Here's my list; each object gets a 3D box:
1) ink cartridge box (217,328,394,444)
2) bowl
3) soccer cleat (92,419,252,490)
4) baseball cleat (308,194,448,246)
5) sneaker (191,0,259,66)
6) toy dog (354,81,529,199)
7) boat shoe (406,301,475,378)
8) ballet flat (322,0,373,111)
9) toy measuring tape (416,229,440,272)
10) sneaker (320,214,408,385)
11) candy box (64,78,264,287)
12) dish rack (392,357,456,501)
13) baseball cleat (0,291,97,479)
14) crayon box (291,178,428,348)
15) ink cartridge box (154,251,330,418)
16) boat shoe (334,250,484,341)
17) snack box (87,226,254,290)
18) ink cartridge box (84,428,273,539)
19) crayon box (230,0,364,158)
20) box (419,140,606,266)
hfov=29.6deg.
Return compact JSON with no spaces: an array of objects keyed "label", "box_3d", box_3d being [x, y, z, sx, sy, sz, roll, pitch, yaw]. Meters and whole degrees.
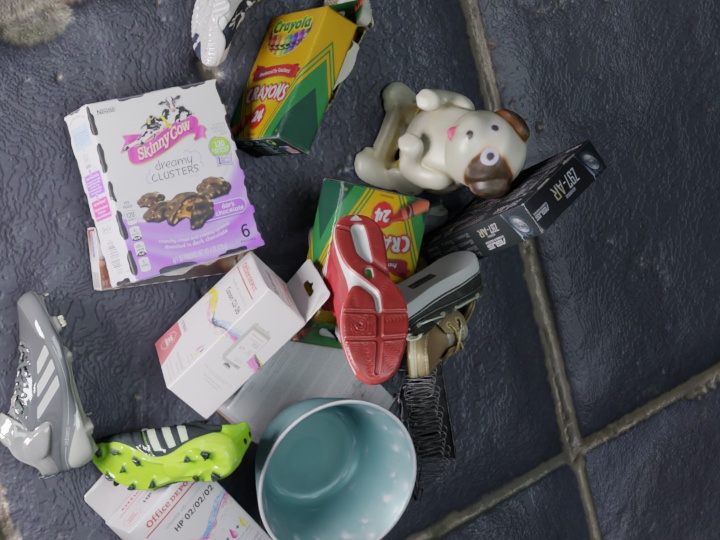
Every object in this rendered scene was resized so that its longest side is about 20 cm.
[{"label":"ink cartridge box","box_3d":[-0.068,0.160,1.684,0.200,0.050,0.162,48,68,-32]},{"label":"bowl","box_3d":[-0.045,0.231,1.607,0.200,0.105,0.201,-7,107,-24]},{"label":"soccer cleat","box_3d":[-0.209,0.201,1.514,0.081,0.200,0.068,-45,124,-53]},{"label":"baseball cleat","box_3d":[0.022,-0.032,1.725,0.200,0.070,0.107,-10,109,-26]},{"label":"sneaker","box_3d":[-0.120,-0.327,1.594,0.129,0.079,0.200,11,77,-25]},{"label":"toy dog","box_3d":[0.118,-0.143,1.693,0.194,0.200,0.140,39,72,-29]},{"label":"boat shoe","box_3d":[0.103,0.071,1.713,0.200,0.066,0.074,-63,153,-59]},{"label":"ballet flat","box_3d":[-0.022,-0.280,1.666,0.068,0.075,0.200,27,78,-31]},{"label":"toy measuring tape","box_3d":[0.136,-0.029,1.799,0.200,0.073,0.074,-30,109,-46]},{"label":"sneaker","box_3d":[0.000,0.049,1.521,0.078,0.116,0.200,3,62,-12]},{"label":"candy box","box_3d":[-0.219,-0.099,1.528,0.168,0.071,0.200,-17,92,-32]},{"label":"dish rack","box_3d":[0.081,0.195,1.710,0.054,0.200,0.154,-9,101,9]},{"label":"baseball cleat","box_3d":[-0.353,0.128,1.465,0.106,0.070,0.200,-21,99,-22]},{"label":"crayon box","box_3d":[0.000,0.000,1.637,0.127,0.051,0.200,10,93,-31]},{"label":"ink cartridge box","box_3d":[-0.135,0.057,1.542,0.200,0.117,0.067,-44,118,5]},{"label":"boat shoe","box_3d":[0.064,0.049,1.601,0.200,0.071,0.064,-28,116,-20]},{"label":"snack box","box_3d":[-0.217,-0.025,1.581,0.200,0.024,0.072,-8,95,-33]},{"label":"ink cartridge box","box_3d":[-0.209,0.291,1.579,0.115,0.068,0.200,-50,117,-21]},{"label":"crayon box","box_3d":[-0.077,-0.235,1.602,0.051,0.127,0.200,27,77,-32]},{"label":"box","box_3d":[0.185,-0.075,1.668,0.160,0.200,0.044,-43,102,-39]}]
